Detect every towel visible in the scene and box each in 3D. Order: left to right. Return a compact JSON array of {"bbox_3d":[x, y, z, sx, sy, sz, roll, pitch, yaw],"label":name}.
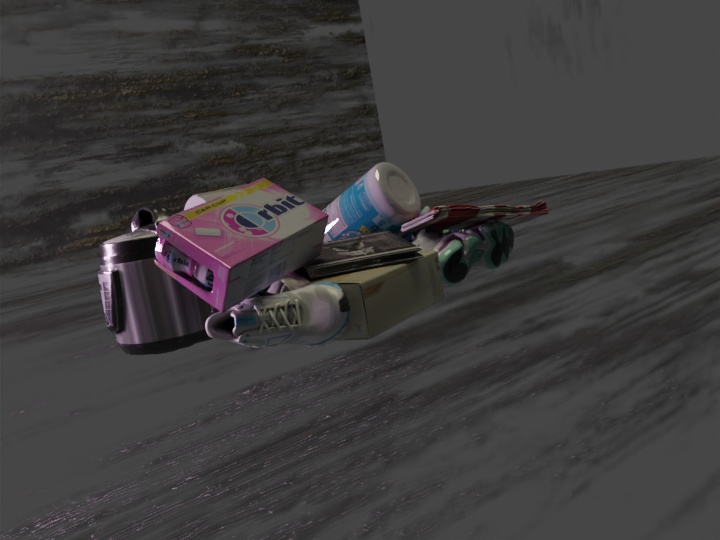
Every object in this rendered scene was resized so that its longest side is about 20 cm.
[{"bbox_3d":[0.180,-0.085,1.274,0.198,0.023,0.144,-3,-6,-18],"label":"towel"}]

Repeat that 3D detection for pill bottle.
[{"bbox_3d":[0.001,-0.088,1.369,0.200,0.111,0.110,-37,-9,34],"label":"pill bottle"}]

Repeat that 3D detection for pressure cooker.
[{"bbox_3d":[-0.281,0.005,1.142,0.174,0.202,0.179,-7,9,18],"label":"pressure cooker"}]

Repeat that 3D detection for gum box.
[{"bbox_3d":[-0.145,-0.035,0.973,0.113,0.067,0.200,30,36,22],"label":"gum box"}]

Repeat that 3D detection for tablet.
[{"bbox_3d":[0.039,-0.042,1.411,0.199,0.014,0.130,-38,3,18],"label":"tablet"}]

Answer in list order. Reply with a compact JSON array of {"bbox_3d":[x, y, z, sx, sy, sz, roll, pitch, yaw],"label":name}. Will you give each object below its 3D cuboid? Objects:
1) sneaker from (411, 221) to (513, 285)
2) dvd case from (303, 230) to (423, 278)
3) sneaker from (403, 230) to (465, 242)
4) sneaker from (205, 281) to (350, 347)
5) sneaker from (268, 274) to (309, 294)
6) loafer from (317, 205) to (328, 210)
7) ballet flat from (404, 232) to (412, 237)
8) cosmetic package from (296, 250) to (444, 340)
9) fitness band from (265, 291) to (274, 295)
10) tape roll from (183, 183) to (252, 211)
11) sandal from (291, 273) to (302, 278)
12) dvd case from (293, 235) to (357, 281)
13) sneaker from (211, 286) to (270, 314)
[{"bbox_3d":[0.143,-0.042,1.268,0.199,0.079,0.139,-16,24,-42],"label":"sneaker"},{"bbox_3d":[-0.010,-0.025,1.096,0.147,0.016,0.200,-10,11,-9],"label":"dvd case"},{"bbox_3d":[0.139,-0.043,1.361,0.198,0.076,0.105,-22,-3,6],"label":"sneaker"},{"bbox_3d":[-0.103,0.060,0.937,0.199,0.076,0.086,-15,-10,35],"label":"sneaker"},{"bbox_3d":[-0.159,0.034,1.297,0.199,0.071,0.080,6,12,40],"label":"sneaker"},{"bbox_3d":[-0.059,-0.044,1.505,0.070,0.073,0.201,2,46,3],"label":"loafer"},{"bbox_3d":[0.169,-0.048,1.478,0.198,0.069,0.075,-5,-14,0],"label":"ballet flat"},{"bbox_3d":[0.018,0.030,1.031,0.104,0.072,0.199,-5,9,33],"label":"cosmetic package"},{"bbox_3d":[-0.094,0.014,1.184,0.143,0.038,0.199,31,29,28],"label":"fitness band"},{"bbox_3d":[-0.224,-0.048,1.455,0.138,0.205,0.202,-16,9,-32],"label":"tape roll"},{"bbox_3d":[-0.091,-0.009,1.314,0.082,0.050,0.203,-23,-33,5],"label":"sandal"},{"bbox_3d":[0.000,0.000,1.216,0.142,0.018,0.199,29,26,23],"label":"dvd case"},{"bbox_3d":[-0.150,0.001,1.080,0.075,0.080,0.200,20,22,16],"label":"sneaker"}]
